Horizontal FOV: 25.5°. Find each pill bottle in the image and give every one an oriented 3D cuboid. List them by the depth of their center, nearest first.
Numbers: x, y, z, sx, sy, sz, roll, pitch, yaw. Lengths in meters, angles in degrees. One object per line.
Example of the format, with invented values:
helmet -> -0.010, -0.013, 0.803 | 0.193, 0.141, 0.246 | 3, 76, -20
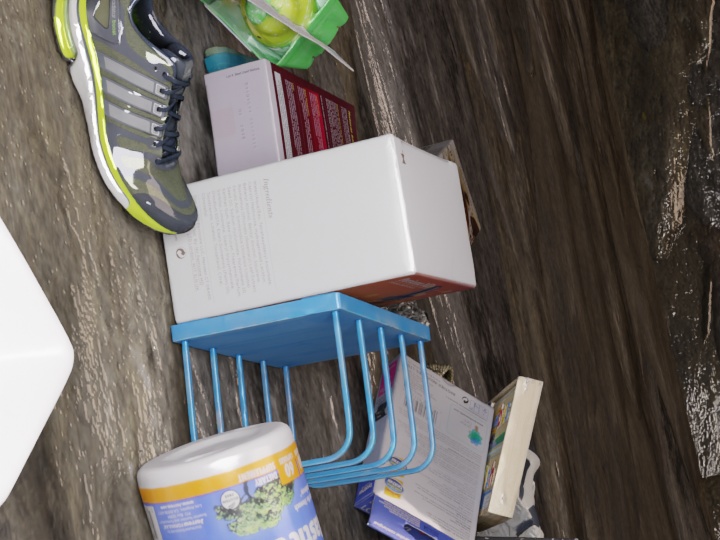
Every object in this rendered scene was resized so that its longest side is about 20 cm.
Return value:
pill bottle -> -0.073, 0.214, 1.087 | 0.112, 0.112, 0.200 | -26, 100, -71

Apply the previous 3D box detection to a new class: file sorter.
file sorter -> -0.035, 0.101, 1.243 | 0.200, 0.138, 0.123 | 24, 56, -66

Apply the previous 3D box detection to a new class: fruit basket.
fruit basket -> -0.109, -0.243, 1.321 | 0.185, 0.094, 0.200 | 46, 18, 28

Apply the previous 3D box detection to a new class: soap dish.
soap dish -> -0.238, 0.023, 0.815 | 0.157, 0.081, 0.200 | -74, 145, -56

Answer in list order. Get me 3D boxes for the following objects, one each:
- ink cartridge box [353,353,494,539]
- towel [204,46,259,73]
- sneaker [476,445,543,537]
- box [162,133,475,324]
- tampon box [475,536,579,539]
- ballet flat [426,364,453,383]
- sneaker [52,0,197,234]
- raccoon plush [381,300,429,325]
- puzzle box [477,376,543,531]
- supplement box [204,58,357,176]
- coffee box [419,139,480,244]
ink cartridge box -> 0.060, 0.187, 1.497 | 0.119, 0.042, 0.200 | 32, 43, -20
towel -> -0.086, -0.095, 1.425 | 0.147, 0.022, 0.201 | 2, 75, -69
sneaker -> 0.173, 0.257, 1.794 | 0.130, 0.079, 0.200 | -17, 82, -62
box -> -0.032, -0.023, 1.241 | 0.152, 0.200, 0.107 | 12, 67, -67
tampon box -> 0.171, 0.354, 1.579 | 0.200, 0.150, 0.127 | 47, 46, -52
ballet flat -> 0.079, 0.180, 1.595 | 0.068, 0.075, 0.200 | 53, 29, -53
sneaker -> -0.156, -0.122, 1.154 | 0.074, 0.081, 0.200 | -52, 125, -66
raccoon plush -> 0.000, 0.000, 1.454 | 0.200, 0.097, 0.134 | 7, 75, -71
puzzle box -> 0.135, 0.182, 1.554 | 0.200, 0.025, 0.133 | 110, -5, -76
supplement box -> -0.060, -0.106, 1.382 | 0.200, 0.061, 0.109 | 17, 63, -67
coffee box -> 0.063, -0.058, 1.721 | 0.200, 0.080, 0.113 | -53, 126, -67
